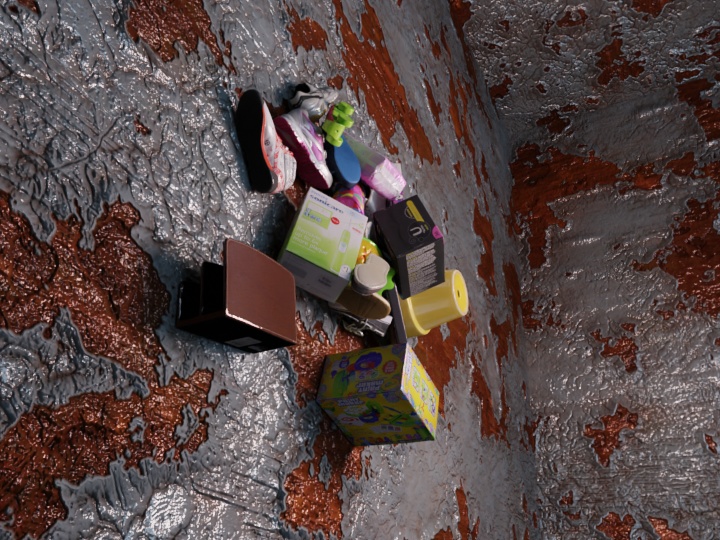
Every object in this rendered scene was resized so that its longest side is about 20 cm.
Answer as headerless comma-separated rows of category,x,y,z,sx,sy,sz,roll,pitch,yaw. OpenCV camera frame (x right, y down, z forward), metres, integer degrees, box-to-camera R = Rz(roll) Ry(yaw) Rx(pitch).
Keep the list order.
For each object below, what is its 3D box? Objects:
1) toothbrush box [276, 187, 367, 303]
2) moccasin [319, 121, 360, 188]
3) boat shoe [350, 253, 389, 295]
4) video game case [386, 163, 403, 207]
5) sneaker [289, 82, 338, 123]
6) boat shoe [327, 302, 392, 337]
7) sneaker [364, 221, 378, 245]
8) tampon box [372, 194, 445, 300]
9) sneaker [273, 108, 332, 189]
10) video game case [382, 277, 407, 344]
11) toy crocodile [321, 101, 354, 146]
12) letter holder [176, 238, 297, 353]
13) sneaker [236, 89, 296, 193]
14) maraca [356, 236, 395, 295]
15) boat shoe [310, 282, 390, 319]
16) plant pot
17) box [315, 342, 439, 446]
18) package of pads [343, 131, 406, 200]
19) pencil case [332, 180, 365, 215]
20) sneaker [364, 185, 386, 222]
toothbrush box,-0.081,-0.055,1.294,0.145,0.086,0.201,27,43,-11
moccasin,-0.054,-0.262,1.471,0.080,0.068,0.201,9,47,-34
boat shoe,0.014,0.019,1.298,0.071,0.060,0.200,34,18,-1
video game case,0.089,-0.166,1.715,0.200,0.035,0.183,101,-13,-69
sneaker,-0.112,-0.415,1.476,0.088,0.075,0.201,45,25,-16
boat shoe,-0.006,0.115,1.468,0.199,0.073,0.069,23,87,-49
sneaker,-0.003,-0.053,1.551,0.201,0.080,0.077,80,21,-49
tampon box,0.123,-0.054,1.545,0.201,0.125,0.151,78,-13,-57
sneaker,-0.109,-0.273,1.381,0.088,0.081,0.201,-50,129,-30
video game case,0.082,0.107,1.604,0.181,0.025,0.202,174,-97,-84
toy crocodile,-0.056,-0.342,1.421,0.061,0.068,0.201,26,28,-15
letter holder,-0.203,0.045,1.056,0.200,0.100,0.144,34,47,-56
sneaker,-0.187,-0.258,1.260,0.108,0.067,0.204,-22,103,-65
maraca,0.000,0.000,1.458,0.200,0.137,0.107,42,6,-31
boat shoe,-0.023,0.042,1.374,0.198,0.074,0.069,25,33,-12
plant pot,0.199,0.080,1.774,0.201,0.187,0.203,37,48,-55
box,0.042,0.274,1.347,0.193,0.198,0.123,58,32,-38
package of pads,0.013,-0.261,1.544,0.200,0.076,0.120,41,0,39
pencil case,-0.029,-0.158,1.469,0.200,0.087,0.089,-83,153,-66
sneaker,0.025,-0.152,1.679,0.084,0.073,0.203,-2,88,-30
